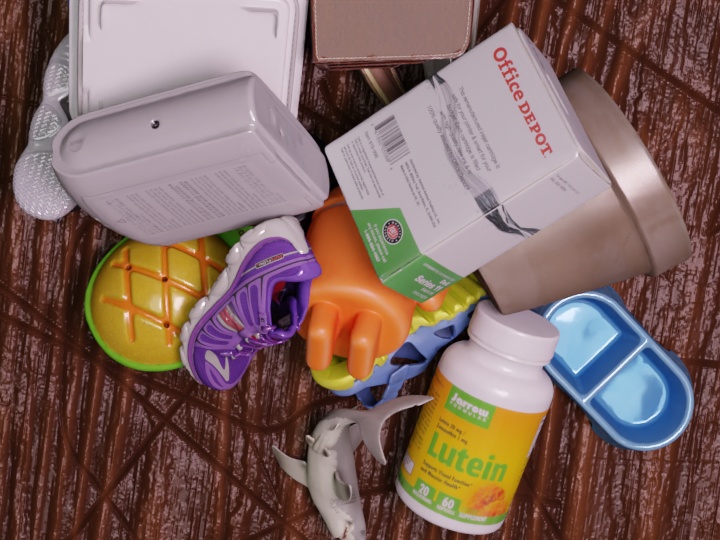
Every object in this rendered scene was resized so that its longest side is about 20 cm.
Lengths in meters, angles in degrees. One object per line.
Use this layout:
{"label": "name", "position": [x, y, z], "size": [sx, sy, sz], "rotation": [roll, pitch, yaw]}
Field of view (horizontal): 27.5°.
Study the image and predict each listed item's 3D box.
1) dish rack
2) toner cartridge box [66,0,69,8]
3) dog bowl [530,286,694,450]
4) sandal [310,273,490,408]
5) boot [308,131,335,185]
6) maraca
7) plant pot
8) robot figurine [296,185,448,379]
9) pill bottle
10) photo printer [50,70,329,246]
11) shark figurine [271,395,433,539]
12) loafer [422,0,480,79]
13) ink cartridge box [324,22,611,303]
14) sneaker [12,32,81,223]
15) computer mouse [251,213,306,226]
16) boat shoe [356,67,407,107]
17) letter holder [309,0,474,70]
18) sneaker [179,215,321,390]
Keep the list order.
{"label": "dish rack", "position": [-0.146, -0.175, 1.244], "size": [0.199, 0.044, 0.172], "rotation": [2, 124, -9]}
{"label": "toner cartridge box", "position": [-0.164, -0.277, 1.349], "size": [0.199, 0.043, 0.095], "rotation": [0, 68, -2]}
{"label": "dog bowl", "position": [0.242, 0.094, 1.425], "size": [0.111, 0.050, 0.200], "rotation": [-44, 96, 4]}
{"label": "sandal", "position": [0.047, 0.063, 1.411], "size": [0.200, 0.080, 0.087], "rotation": [-33, 134, -5]}
{"label": "boot", "position": [-0.105, -0.161, 1.328], "size": [0.199, 0.077, 0.168], "rotation": [16, 135, 1]}
{"label": "maraca", "position": [-0.162, 0.010, 1.374], "size": [0.200, 0.107, 0.137], "rotation": [-35, 82, -13]}
{"label": "plant pot", "position": [0.172, -0.051, 1.328], "size": [0.173, 0.200, 0.200], "rotation": [-32, 97, 1]}
{"label": "robot figurine", "position": [0.002, 0.001, 1.347], "size": [0.144, 0.200, 0.117], "rotation": [-16, 135, 34]}
{"label": "pill bottle", "position": [0.114, 0.135, 1.379], "size": [0.111, 0.111, 0.201], "rotation": [18, 106, -4]}
{"label": "photo printer", "position": [-0.147, -0.086, 1.235], "size": [0.199, 0.166, 0.070], "rotation": [-13, 64, 18]}
{"label": "shark figurine", "position": [-0.007, 0.161, 1.401], "size": [0.089, 0.215, 0.128], "rotation": [-32, 64, -34]}
{"label": "loafer", "position": [0.095, -0.167, 1.377], "size": [0.070, 0.070, 0.201], "rotation": [-6, 97, 7]}
{"label": "ink cartridge box", "position": [0.090, -0.088, 1.240], "size": [0.200, 0.083, 0.147], "rotation": [-32, 61, 19]}
{"label": "sneaker", "position": [-0.254, -0.137, 1.350], "size": [0.075, 0.114, 0.201], "rotation": [22, 84, 1]}
{"label": "computer mouse", "position": [-0.140, -0.057, 1.347], "size": [0.199, 0.059, 0.034], "rotation": [9, 129, 25]}
{"label": "boat shoe", "position": [0.003, -0.248, 1.362], "size": [0.067, 0.072, 0.201], "rotation": [-24, 95, 3]}
{"label": "letter holder", "position": [0.027, -0.279, 1.273], "size": [0.142, 0.101, 0.201], "rotation": [-2, 94, 2]}
{"label": "sneaker", "position": [-0.095, 0.044, 1.285], "size": [0.084, 0.080, 0.200], "rotation": [54, 136, 26]}
